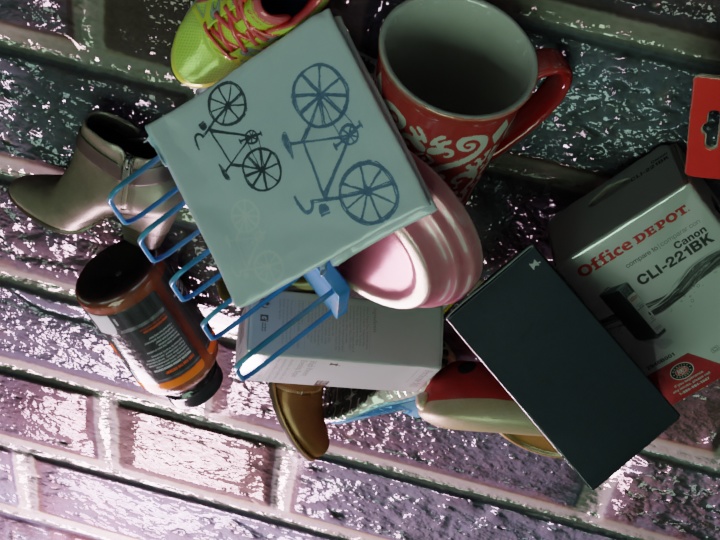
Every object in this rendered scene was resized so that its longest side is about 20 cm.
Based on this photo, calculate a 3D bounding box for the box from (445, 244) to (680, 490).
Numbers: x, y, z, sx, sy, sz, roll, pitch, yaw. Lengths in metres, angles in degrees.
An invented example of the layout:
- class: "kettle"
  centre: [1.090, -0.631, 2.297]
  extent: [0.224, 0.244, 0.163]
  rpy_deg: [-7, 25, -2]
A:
- class: "box"
  centre: [0.181, 0.083, 1.228]
  extent: [0.104, 0.182, 0.200]
  rpy_deg: [-41, 85, 3]

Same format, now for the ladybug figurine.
- class: "ladybug figurine"
  centre: [0.153, 0.133, 1.382]
  extent: [0.200, 0.072, 0.136]
  rpy_deg: [7, 174, -22]

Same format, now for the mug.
- class: "mug"
  centre: [0.082, -0.119, 1.157]
  extent: [0.177, 0.134, 0.200]
  rpy_deg: [13, 147, -5]

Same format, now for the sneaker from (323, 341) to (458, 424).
- class: "sneaker"
  centre: [0.038, 0.146, 1.503]
  extent: [0.200, 0.079, 0.090]
  rpy_deg: [-18, 134, 36]

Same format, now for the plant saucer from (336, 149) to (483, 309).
- class: "plant saucer"
  centre: [0.012, -0.037, 1.161]
  extent: [0.200, 0.051, 0.201]
  rpy_deg: [31, 152, 19]

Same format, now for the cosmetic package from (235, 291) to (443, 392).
- class: "cosmetic package"
  centre: [-0.023, 0.074, 1.356]
  extent: [0.199, 0.074, 0.102]
  rpy_deg: [6, 159, -10]

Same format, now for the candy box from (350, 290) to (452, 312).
- class: "candy box"
  centre: [0.000, 0.000, 1.397]
  extent: [0.200, 0.026, 0.102]
  rpy_deg: [28, 140, -11]

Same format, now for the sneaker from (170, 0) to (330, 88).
- class: "sneaker"
  centre: [-0.089, -0.219, 1.110]
  extent: [0.200, 0.090, 0.078]
  rpy_deg: [-37, 105, 22]

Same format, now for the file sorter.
- class: "file sorter"
  centre: [-0.118, -0.016, 1.189]
  extent: [0.200, 0.123, 0.139]
  rpy_deg: [52, 172, 7]

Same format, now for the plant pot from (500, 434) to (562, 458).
- class: "plant pot"
  centre: [0.222, 0.152, 1.484]
  extent: [0.200, 0.028, 0.200]
  rpy_deg: [10, 138, 9]

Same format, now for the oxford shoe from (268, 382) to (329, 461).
- class: "oxford shoe"
  centre: [-0.060, 0.117, 1.465]
  extent: [0.071, 0.071, 0.200]
  rpy_deg: [-8, 105, 21]

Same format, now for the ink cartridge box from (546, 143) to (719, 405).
- class: "ink cartridge box"
  centre: [0.287, 0.005, 1.227]
  extent: [0.144, 0.084, 0.200]
  rpy_deg: [-34, 114, 20]

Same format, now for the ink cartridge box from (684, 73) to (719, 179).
- class: "ink cartridge box"
  centre: [0.376, -0.131, 1.100]
  extent: [0.200, 0.067, 0.116]
  rpy_deg: [6, 136, 13]

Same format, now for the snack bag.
- class: "snack bag"
  centre: [-0.061, -0.085, 1.096]
  extent: [0.200, 0.021, 0.189]
  rpy_deg: [-30, 83, 17]

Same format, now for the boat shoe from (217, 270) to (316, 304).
- class: "boat shoe"
  centre: [-0.057, -0.008, 1.345]
  extent: [0.200, 0.074, 0.066]
  rpy_deg: [-14, 159, 39]

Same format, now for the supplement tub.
- class: "supplement tub"
  centre: [-0.228, 0.067, 1.486]
  extent: [0.107, 0.107, 0.200]
  rpy_deg: [-7, 132, 25]

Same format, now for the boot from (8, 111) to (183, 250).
- class: "boot"
  centre: [-0.270, -0.100, 1.345]
  extent: [0.200, 0.070, 0.146]
  rpy_deg: [17, 139, 7]

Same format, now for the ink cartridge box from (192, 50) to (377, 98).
- class: "ink cartridge box"
  centre: [-0.059, -0.141, 1.256]
  extent: [0.200, 0.043, 0.198]
  rpy_deg: [24, 137, -9]
